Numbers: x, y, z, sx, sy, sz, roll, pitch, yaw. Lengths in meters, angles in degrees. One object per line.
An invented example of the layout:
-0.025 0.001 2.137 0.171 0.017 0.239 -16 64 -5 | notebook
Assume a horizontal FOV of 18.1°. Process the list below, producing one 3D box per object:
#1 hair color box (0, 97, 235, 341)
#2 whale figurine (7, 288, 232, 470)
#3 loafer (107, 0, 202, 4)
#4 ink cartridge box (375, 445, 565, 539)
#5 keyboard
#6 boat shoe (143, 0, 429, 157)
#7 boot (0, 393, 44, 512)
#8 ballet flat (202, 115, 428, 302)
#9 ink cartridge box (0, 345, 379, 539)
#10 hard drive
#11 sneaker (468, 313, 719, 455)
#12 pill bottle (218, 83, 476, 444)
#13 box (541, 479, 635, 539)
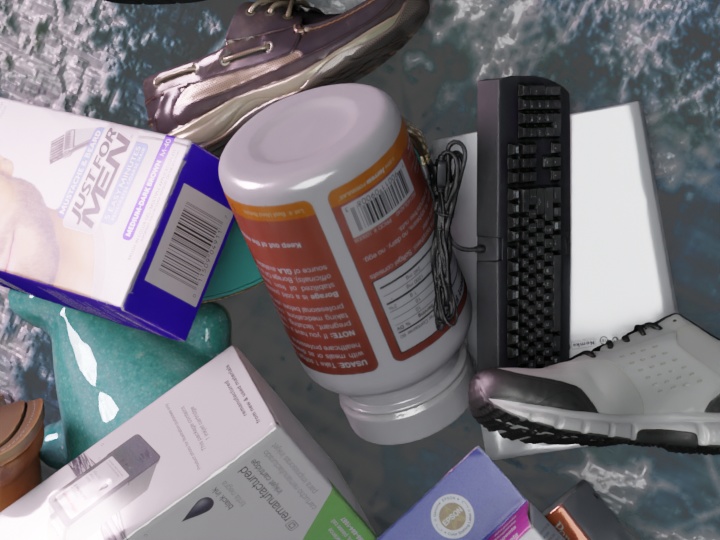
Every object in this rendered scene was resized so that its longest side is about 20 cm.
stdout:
-0.171 -0.035 1.386 0.199 0.065 0.110 14 78 43 | hair color box
-0.150 0.072 1.421 0.159 0.104 0.201 -36 84 14 | whale figurine
-0.079 -0.219 1.407 0.199 0.073 0.073 -15 81 6 | loafer
0.063 0.241 1.307 0.196 0.043 0.200 -45 84 14 | ink cartridge box
0.083 -0.013 1.321 0.021 0.127 0.201 3 96 47 | keyboard
-0.053 -0.135 1.399 0.199 0.074 0.074 -28 86 14 | boat shoe
-0.214 0.160 1.408 0.073 0.200 0.156 -16 96 -10 | boot
-0.049 -0.041 1.407 0.199 0.065 0.071 -24 117 6 | ballet flat
-0.109 0.163 1.336 0.200 0.146 0.084 -36 44 2 | ink cartridge box
0.125 0.007 1.384 0.131 0.027 0.201 -10 92 15 | hard drive
0.154 0.065 1.317 0.199 0.074 0.081 4 83 -23 | sneaker
0.000 0.000 1.334 0.112 0.112 0.201 -13 121 15 | pill bottle
0.094 0.241 1.370 0.200 0.097 0.125 -42 83 13 | box
